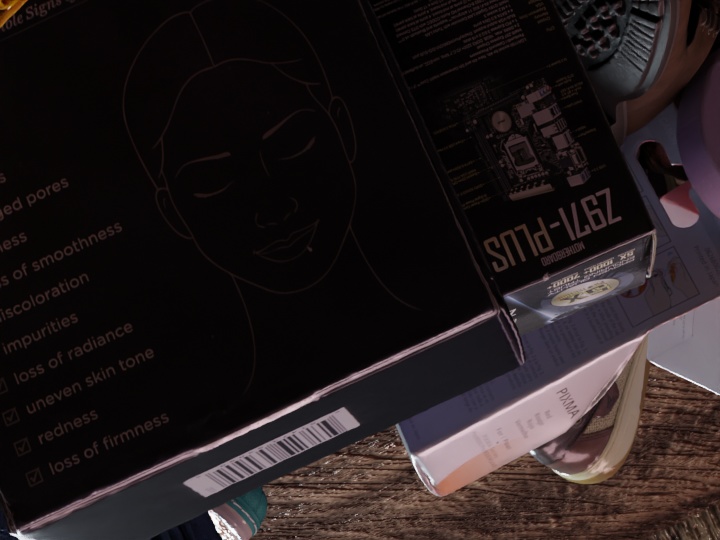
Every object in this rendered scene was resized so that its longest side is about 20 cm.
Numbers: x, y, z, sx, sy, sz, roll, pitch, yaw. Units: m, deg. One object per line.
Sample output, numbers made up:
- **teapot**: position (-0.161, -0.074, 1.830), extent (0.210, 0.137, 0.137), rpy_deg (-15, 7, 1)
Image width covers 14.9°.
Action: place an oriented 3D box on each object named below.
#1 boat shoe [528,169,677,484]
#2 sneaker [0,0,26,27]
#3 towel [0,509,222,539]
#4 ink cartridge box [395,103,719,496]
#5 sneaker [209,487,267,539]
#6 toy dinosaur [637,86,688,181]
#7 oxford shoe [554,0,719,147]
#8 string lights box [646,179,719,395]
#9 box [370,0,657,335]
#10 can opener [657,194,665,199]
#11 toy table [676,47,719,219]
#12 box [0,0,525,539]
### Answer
- **boat shoe**: position (0.129, 0.015, 1.526), extent (0.071, 0.202, 0.066), rpy_deg (4, 168, 35)
- **sneaker**: position (-0.130, -0.102, 0.909), extent (0.199, 0.078, 0.073), rpy_deg (-27, 164, 6)
- **towel**: position (-0.151, 0.069, 1.240), extent (0.111, 0.201, 0.048), rpy_deg (-34, 176, 34)
- **ink cartridge box**: position (0.093, 0.002, 1.400), extent (0.199, 0.163, 0.050), rpy_deg (-26, 140, 2)
- **sneaker**: position (-0.089, 0.076, 1.474), extent (0.080, 0.200, 0.071), rpy_deg (-43, 123, -5)
- **toy dinosaur**: position (0.199, -0.087, 1.481), extent (0.199, 0.077, 0.102), rpy_deg (-29, 179, 34)
- **oxford shoe**: position (0.132, -0.120, 1.300), extent (0.084, 0.073, 0.200), rpy_deg (-36, 171, -12)
- **string lights box**: position (0.236, -0.026, 1.467), extent (0.200, 0.059, 0.103), rpy_deg (-32, 135, -39)
- **box**: position (0.004, -0.040, 1.166), extent (0.199, 0.165, 0.086), rpy_deg (-23, 165, -2)
- **can opener**: position (0.191, -0.010, 1.502), extent (0.053, 0.067, 0.199), rpy_deg (-29, 170, 41)
- **toy table**: position (0.263, -0.088, 1.355), extent (0.200, 0.184, 0.117), rpy_deg (-31, 177, -44)
- **box**: position (-0.067, -0.020, 1.055), extent (0.199, 0.198, 0.124), rpy_deg (-24, 167, 2)
